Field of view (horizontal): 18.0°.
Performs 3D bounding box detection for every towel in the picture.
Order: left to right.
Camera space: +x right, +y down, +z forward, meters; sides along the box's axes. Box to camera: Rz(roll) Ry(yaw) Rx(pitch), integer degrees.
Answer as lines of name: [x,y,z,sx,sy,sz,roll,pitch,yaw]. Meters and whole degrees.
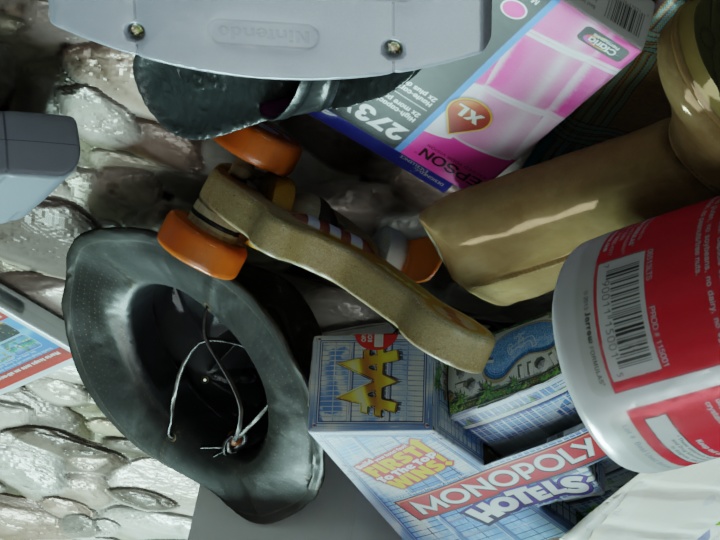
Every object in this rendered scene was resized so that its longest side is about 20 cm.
towel: [0.171,-0.062,1.123,0.146,0.022,0.200,17,148,-11]

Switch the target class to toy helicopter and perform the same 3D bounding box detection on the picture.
toy helicopter: [0.000,0.000,1.160,0.200,0.079,0.132,36,-169,39]

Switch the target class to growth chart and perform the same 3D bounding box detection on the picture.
growth chart: [0.179,0.124,1.224,0.144,0.018,0.200,15,134,-40]

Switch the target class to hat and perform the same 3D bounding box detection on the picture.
hat: [-0.075,0.040,1.280,0.200,0.081,0.201,29,139,28]

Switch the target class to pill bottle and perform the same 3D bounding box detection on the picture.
pill bottle: [0.193,0.014,0.992,0.199,0.113,0.112,-18,138,33]

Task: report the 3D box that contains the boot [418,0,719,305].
boot: [0.114,-0.045,1.056,0.199,0.067,0.175,-18,150,30]

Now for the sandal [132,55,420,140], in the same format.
sandal: [-0.040,-0.098,1.074,0.200,0.048,0.076,-19,110,44]

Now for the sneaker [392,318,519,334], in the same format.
sneaker: [0.111,0.046,1.277,0.198,0.071,0.083,5,140,2]

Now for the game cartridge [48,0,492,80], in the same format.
game cartridge: [-0.041,-0.150,0.984,0.199,0.042,0.134,5,124,10]

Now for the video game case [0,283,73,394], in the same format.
video game case: [-0.285,0.021,1.398,0.200,0.018,0.143,34,141,-32]

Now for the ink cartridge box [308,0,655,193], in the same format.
ink cartridge box: [0.047,-0.093,1.091,0.094,0.037,0.200,29,146,-14]

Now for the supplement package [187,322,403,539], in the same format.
supplement package: [-0.019,0.151,1.347,0.119,0.201,0.121,-10,144,31]

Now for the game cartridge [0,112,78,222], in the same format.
game cartridge: [-0.251,-0.051,1.157,0.199,0.042,0.133,-2,175,-20]

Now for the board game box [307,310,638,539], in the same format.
board game box: [0.073,0.089,1.224,0.199,0.062,0.200,-22,139,32]
